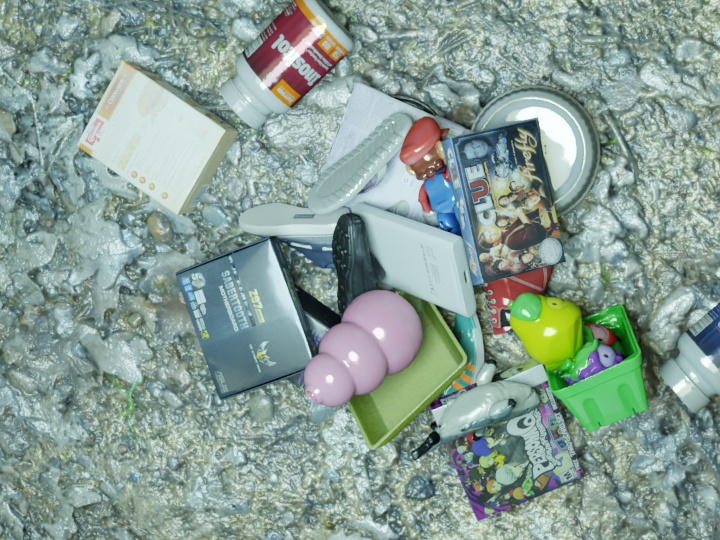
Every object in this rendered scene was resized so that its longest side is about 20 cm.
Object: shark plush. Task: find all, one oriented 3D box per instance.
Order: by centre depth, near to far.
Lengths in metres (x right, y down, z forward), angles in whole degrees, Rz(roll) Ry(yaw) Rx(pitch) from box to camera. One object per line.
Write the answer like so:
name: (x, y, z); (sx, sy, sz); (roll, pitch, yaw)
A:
shark plush: (0.164, 0.224, 1.563); (0.200, 0.083, 0.091); (-41, 44, 1)

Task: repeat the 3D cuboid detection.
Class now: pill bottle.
pill bottle: (0.526, 0.108, 1.550); (0.200, 0.111, 0.111); (-43, 87, 12)
pill bottle: (-0.113, -0.311, 1.634); (0.200, 0.113, 0.113); (-43, 87, 12)

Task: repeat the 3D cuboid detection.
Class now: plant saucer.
plant saucer: (0.064, 0.146, 1.633); (0.200, 0.200, 0.048); (-44, 130, 12)

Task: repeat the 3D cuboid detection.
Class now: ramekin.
ramekin: (0.249, -0.169, 1.581); (0.197, 0.105, 0.203); (1, 96, 11)

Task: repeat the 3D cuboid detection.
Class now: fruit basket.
fruit basket: (0.309, 0.101, 1.546); (0.154, 0.216, 0.218); (-24, 91, 12)

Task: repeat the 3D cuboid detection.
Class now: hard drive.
hard drive: (0.077, -0.017, 1.587); (0.199, 0.027, 0.133); (21, 139, 41)

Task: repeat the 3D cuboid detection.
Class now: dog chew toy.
dog chew toy: (-0.003, 0.117, 1.547); (0.200, 0.125, 0.125); (-40, 87, -30)

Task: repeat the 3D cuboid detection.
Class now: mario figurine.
mario figurine: (0.132, -0.128, 1.557); (0.122, 0.106, 0.202); (-24, 88, 7)

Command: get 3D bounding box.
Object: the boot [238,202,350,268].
boot: (-0.094, -0.047, 1.679); (0.198, 0.073, 0.091); (5, 128, 30)

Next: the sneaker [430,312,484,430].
sneaker: (0.141, 0.154, 1.643); (0.079, 0.071, 0.203); (0, 97, -6)

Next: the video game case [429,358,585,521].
video game case: (0.219, 0.253, 1.625); (0.179, 0.036, 0.202); (-22, 106, 2)

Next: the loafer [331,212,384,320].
loafer: (0.000, 0.000, 1.620); (0.070, 0.068, 0.203); (-18, 126, -20)

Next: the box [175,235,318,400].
box: (-0.163, 0.069, 1.587); (0.156, 0.051, 0.202); (-19, 92, 11)

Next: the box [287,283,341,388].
box: (-0.131, 0.074, 1.670); (0.199, 0.122, 0.107); (35, 100, 6)

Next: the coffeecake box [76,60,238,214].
coffeecake box: (-0.317, -0.207, 1.704); (0.199, 0.073, 0.154); (34, 101, 6)

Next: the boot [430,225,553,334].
boot: (0.180, 0.016, 1.632); (0.197, 0.072, 0.146); (16, 100, 6)

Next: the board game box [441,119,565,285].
board game box: (0.198, -0.094, 1.496); (0.134, 0.035, 0.203); (-14, 93, -18)

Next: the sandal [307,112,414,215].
sandal: (0.008, -0.146, 1.606); (0.202, 0.083, 0.050); (-41, 130, 11)

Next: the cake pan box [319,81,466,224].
cake pan box: (0.045, -0.165, 1.649); (0.182, 0.052, 0.202); (22, 99, 6)
